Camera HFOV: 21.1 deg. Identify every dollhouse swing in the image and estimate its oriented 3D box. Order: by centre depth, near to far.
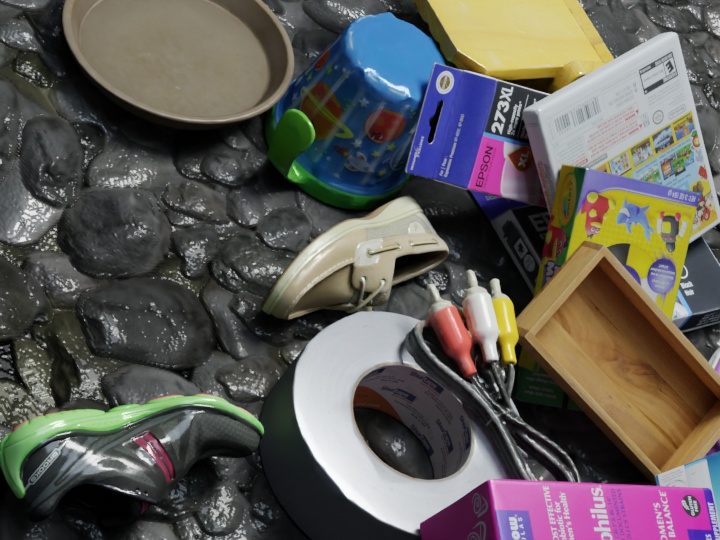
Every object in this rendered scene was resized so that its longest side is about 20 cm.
[{"bbox_3d":[0.103,-0.204,1.736,0.176,0.182,0.200,-17,65,-26],"label":"dollhouse swing"}]

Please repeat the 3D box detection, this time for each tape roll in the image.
[{"bbox_3d":[0.026,0.131,1.476,0.200,0.066,0.201,18,47,-20],"label":"tape roll"}]

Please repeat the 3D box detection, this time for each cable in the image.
[{"bbox_3d":[0.103,0.092,1.471,0.097,0.050,0.200,-6,57,-34],"label":"cable"}]

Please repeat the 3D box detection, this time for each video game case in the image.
[{"bbox_3d":[0.230,-0.088,1.673,0.200,0.023,0.182,-31,111,-38],"label":"video game case"}]

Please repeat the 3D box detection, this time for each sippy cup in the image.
[{"bbox_3d":[0.005,-0.143,1.638,0.139,0.130,0.178,25,45,-13],"label":"sippy cup"}]

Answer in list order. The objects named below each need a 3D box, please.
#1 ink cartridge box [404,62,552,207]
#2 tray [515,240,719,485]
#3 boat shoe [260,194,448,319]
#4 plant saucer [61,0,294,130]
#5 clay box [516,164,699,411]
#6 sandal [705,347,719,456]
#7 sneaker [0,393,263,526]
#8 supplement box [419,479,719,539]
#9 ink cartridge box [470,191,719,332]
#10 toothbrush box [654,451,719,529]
[{"bbox_3d":[0.129,-0.108,1.631,0.200,0.095,0.037,10,7,-39],"label":"ink cartridge box"},{"bbox_3d":[0.218,0.080,1.575,0.099,0.037,0.200,-48,114,-10],"label":"tray"},{"bbox_3d":[0.000,0.000,1.564,0.065,0.072,0.200,48,40,12],"label":"boat shoe"},{"bbox_3d":[-0.155,-0.188,1.631,0.200,0.029,0.200,13,46,-13],"label":"plant saucer"},{"bbox_3d":[0.203,0.021,1.605,0.115,0.048,0.200,10,93,-24],"label":"clay box"},{"bbox_3d":[0.321,0.132,1.669,0.082,0.050,0.203,26,46,-11],"label":"sandal"},{"bbox_3d":[-0.159,0.137,1.363,0.200,0.077,0.084,-7,77,-32],"label":"sneaker"},{"bbox_3d":[0.155,0.215,1.384,0.200,0.103,0.101,5,63,-28],"label":"supplement box"},{"bbox_3d":[0.220,-0.026,1.740,0.198,0.043,0.200,-13,62,-37],"label":"ink cartridge box"},{"bbox_3d":[0.322,0.231,1.492,0.085,0.146,0.200,50,26,-39],"label":"toothbrush box"}]
